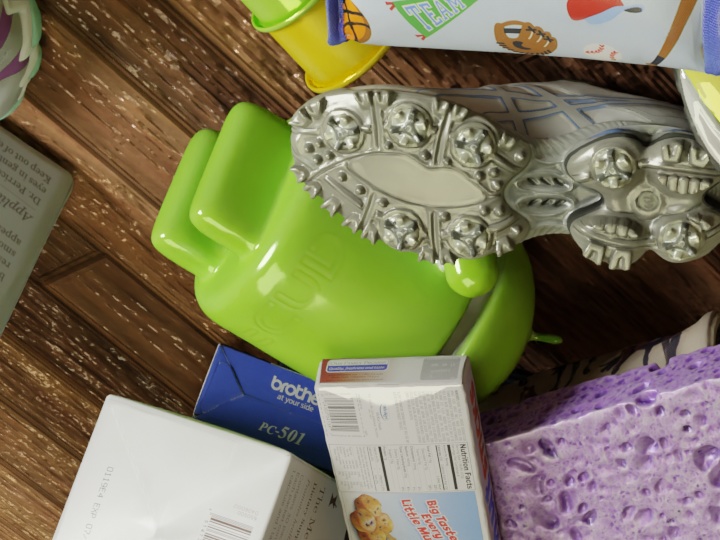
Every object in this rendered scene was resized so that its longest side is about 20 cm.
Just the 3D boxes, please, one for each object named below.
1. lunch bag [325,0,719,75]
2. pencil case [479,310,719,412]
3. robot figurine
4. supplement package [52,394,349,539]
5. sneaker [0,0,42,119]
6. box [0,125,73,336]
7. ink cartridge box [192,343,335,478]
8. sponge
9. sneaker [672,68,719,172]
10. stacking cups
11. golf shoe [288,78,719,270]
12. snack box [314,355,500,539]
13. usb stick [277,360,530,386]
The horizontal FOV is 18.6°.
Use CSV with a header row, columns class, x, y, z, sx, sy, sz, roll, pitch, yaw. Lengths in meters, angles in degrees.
class,x,y,z,sx,sy,sz,roll,pitch,yaw
lunch bag,0.064,-0.182,0.820,0.169,0.124,0.201,7,128,17
pencil case,0.112,0.082,1.135,0.199,0.090,0.078,-19,112,24
robot figurine,0.000,0.000,1.078,0.199,0.116,0.175,31,151,-20
supplement package,-0.060,0.151,1.128,0.109,0.114,0.200,16,170,25
sneaker,-0.209,-0.107,1.018,0.077,0.140,0.201,11,142,11
box,-0.301,-0.006,1.165,0.199,0.172,0.200,35,141,-20
ink cartridge box,-0.046,0.089,1.214,0.094,0.044,0.200,21,168,-3
sponge,0.120,0.105,1.074,0.199,0.030,0.112,-18,121,23
sneaker,0.221,-0.064,0.944,0.199,0.078,0.090,29,133,-20
stacking cups,-0.061,-0.163,0.948,0.060,0.061,0.200,-17,130,39
golf shoe,0.069,-0.052,0.995,0.199,0.097,0.079,10,118,5
snack box,0.030,0.125,1.073,0.071,0.024,0.201,-2,127,12
usb stick,0.051,0.069,1.217,0.199,0.033,0.056,16,142,6
